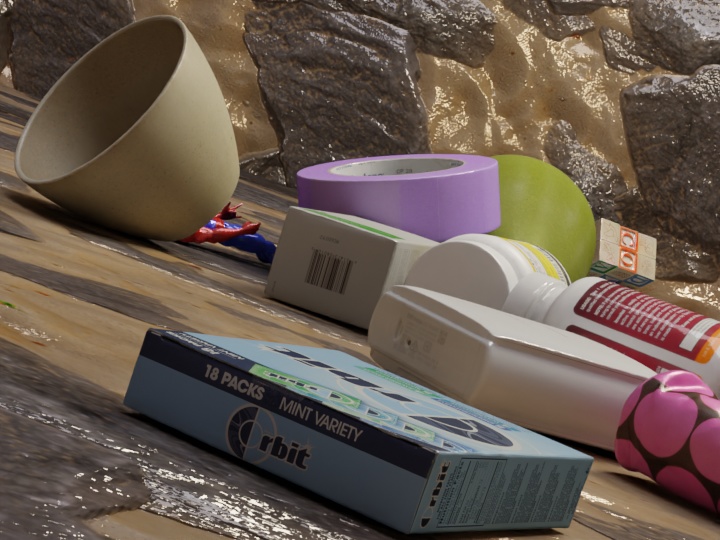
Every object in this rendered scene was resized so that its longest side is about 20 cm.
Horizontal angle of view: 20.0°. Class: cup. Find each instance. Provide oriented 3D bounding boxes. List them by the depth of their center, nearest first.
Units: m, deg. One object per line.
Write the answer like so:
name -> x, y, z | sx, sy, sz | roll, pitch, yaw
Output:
cup -> -0.191, -0.110, 1.848 | 0.143, 0.200, 0.200 | 46, -11, -31

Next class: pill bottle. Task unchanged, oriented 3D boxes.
pill bottle -> 0.213, 0.072, 1.645 | 0.199, 0.113, 0.113 | 22, 5, 29
pill bottle -> 0.111, 0.026, 1.781 | 0.114, 0.115, 0.200 | 21, 4, 19

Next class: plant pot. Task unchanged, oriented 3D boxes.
plant pot -> 0.154, -0.005, 2.116 | 0.186, 0.188, 0.200 | 19, 18, -2

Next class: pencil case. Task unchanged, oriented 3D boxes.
pencil case -> 0.270, 0.130, 1.358 | 0.094, 0.091, 0.200 | -30, 40, -35

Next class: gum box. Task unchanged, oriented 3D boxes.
gum box -> 0.004, 0.083, 1.041 | 0.169, 0.045, 0.200 | 22, 4, 27

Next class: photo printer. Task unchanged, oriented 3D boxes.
photo printer -> 0.126, 0.076, 1.502 | 0.199, 0.070, 0.166 | 17, 5, -30

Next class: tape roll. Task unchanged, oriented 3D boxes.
tape roll -> 0.038, -0.071, 2.010 | 0.199, 0.066, 0.200 | -3, 10, 0

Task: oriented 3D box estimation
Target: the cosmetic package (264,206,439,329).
cosmetic package -> 0.000, 0.000, 1.817 | 0.107, 0.085, 0.200 | 18, 5, 14

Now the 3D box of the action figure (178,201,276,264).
action figure -> -0.125, -0.037, 1.998 | 0.199, 0.052, 0.065 | 14, 11, -30

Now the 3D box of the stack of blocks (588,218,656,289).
stack of blocks -> 0.264, 0.000, 2.552 | 0.115, 0.059, 0.200 | 18, -26, -26
